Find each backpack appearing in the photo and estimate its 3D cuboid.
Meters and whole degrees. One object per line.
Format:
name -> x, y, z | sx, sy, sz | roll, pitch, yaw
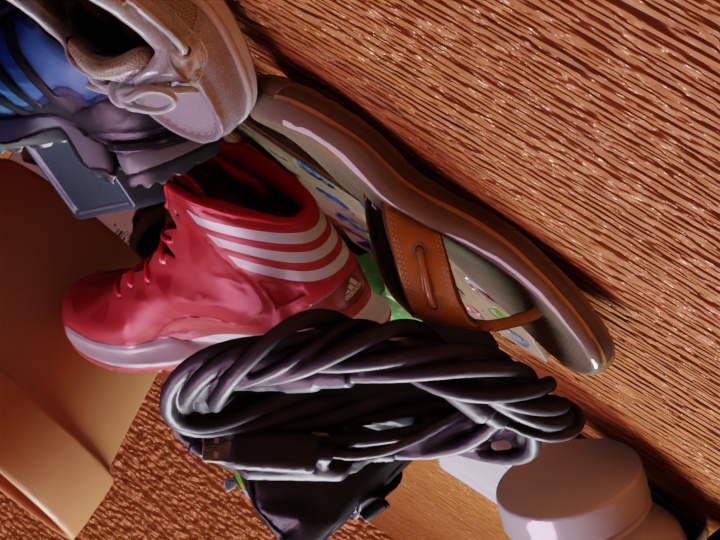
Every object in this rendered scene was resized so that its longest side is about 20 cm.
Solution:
backpack -> -0.022, 0.060, 1.457 | 0.154, 0.163, 0.200 | 44, 179, 0

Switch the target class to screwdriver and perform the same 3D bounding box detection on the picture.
screwdriver -> -0.053, -0.066, 1.214 | 0.200, 0.029, 0.028 | 39, 173, 7

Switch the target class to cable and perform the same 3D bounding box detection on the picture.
cable -> 0.007, 0.055, 1.178 | 0.200, 0.051, 0.163 | 3, 157, -6

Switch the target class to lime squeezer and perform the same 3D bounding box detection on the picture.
lime squeezer -> 0.000, 0.000, 1.304 | 0.071, 0.038, 0.200 | 32, 177, -16

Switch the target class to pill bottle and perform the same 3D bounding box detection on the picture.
pill bottle -> 0.142, 0.202, 1.462 | 0.112, 0.112, 0.200 | 24, 136, 56

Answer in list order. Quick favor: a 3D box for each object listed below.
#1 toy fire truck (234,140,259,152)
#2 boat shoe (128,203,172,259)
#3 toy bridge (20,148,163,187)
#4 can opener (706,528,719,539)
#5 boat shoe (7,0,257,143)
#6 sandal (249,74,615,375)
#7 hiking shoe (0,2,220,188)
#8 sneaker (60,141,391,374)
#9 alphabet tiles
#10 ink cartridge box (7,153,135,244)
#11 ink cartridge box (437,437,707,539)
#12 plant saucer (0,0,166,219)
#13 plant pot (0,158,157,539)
toy fire truck -> -0.136, -0.090, 1.335 | 0.200, 0.049, 0.141 | 42, 172, -21
boat shoe -> -0.102, -0.021, 1.464 | 0.065, 0.072, 0.200 | 0, -179, -14
toy bridge -> -0.181, -0.093, 1.429 | 0.200, 0.027, 0.067 | 15, -130, -49
can opener -> 0.221, 0.180, 1.390 | 0.079, 0.063, 0.200 | 36, 173, 4
boat shoe -> -0.112, -0.109, 1.043 | 0.074, 0.065, 0.202 | 10, 154, 34
sandal -> 0.024, -0.011, 1.131 | 0.200, 0.054, 0.080 | 37, 172, -9
hiking shoe -> -0.148, -0.100, 1.200 | 0.200, 0.074, 0.087 | 11, 117, 33
sneaker -> -0.083, -0.014, 1.262 | 0.200, 0.078, 0.116 | -3, 124, 35
alphabet tiles -> 0.000, -0.031, 1.299 | 0.200, 0.008, 0.167 | 33, 172, 25
ink cartridge box -> -0.187, 0.012, 1.632 | 0.146, 0.200, 0.084 | 35, 173, 11
ink cartridge box -> 0.129, 0.140, 1.615 | 0.198, 0.043, 0.200 | 33, 169, 15
plant saucer -> -0.174, -0.106, 1.280 | 0.070, 0.019, 0.200 | -8, 123, 51
plant pot -> -0.192, 0.033, 1.412 | 0.200, 0.140, 0.200 | 38, 170, 8
